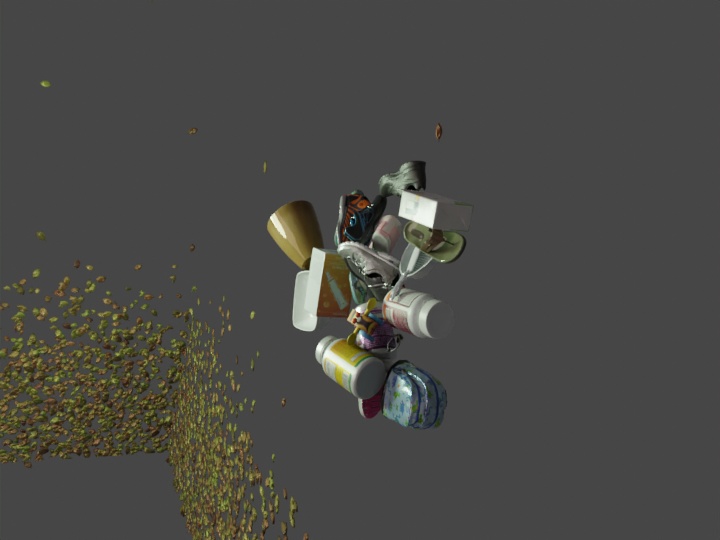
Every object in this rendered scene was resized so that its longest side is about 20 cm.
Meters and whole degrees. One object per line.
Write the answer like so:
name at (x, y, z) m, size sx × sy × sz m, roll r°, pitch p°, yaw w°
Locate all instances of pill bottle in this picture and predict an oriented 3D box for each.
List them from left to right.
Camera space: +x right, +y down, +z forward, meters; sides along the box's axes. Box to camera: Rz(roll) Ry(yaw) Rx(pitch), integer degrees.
pill bottle at (-0.033, 0.250, 1.678) m, size 0.198 × 0.111 × 0.116 m, roll 25°, pitch 107°, yaw 47°
pill bottle at (0.043, 0.200, 1.763) m, size 0.112 × 0.110 × 0.205 m, roll -41°, pitch 51°, yaw 50°
pill bottle at (0.146, 0.109, 1.597) m, size 0.199 × 0.107 × 0.113 m, roll 14°, pitch 98°, yaw 60°

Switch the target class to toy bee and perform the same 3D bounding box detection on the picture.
toy bee at (0.014, 0.130, 1.634) m, size 0.198 × 0.108 × 0.133 m, roll -10°, pitch 53°, yaw 51°

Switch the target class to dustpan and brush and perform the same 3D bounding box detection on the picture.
dustpan and brush at (0.133, -0.005, 1.620) m, size 0.139 × 0.057 × 0.204 m, roll 15°, pitch 79°, yaw 59°

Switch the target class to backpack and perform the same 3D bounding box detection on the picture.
backpack at (0.132, 0.324, 1.581) m, size 0.198 × 0.152 × 0.167 m, roll 15°, pitch 93°, yaw 47°

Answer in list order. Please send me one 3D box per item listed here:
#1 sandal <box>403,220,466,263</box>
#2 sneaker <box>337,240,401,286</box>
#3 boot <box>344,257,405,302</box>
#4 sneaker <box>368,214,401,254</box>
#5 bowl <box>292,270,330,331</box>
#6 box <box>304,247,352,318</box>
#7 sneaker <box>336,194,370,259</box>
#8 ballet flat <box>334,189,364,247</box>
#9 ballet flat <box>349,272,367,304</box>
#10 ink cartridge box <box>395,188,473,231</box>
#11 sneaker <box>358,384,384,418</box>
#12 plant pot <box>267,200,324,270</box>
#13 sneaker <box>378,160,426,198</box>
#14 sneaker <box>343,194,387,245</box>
sandal at (0.173, -0.074, 1.550) m, size 0.199 × 0.057 × 0.081 m, roll 23°, pitch 89°, yaw 42°
sneaker at (0.014, -0.020, 1.707) m, size 0.197 × 0.075 × 0.084 m, roll 20°, pitch 80°, yaw 30°
boot at (0.045, -0.002, 1.779) m, size 0.201 × 0.070 × 0.131 m, roll 52°, pitch 145°, yaw -5°
sneaker at (0.071, -0.084, 1.809) m, size 0.106 × 0.074 × 0.201 m, roll -58°, pitch -7°, yaw -27°
bowl at (-0.160, 0.105, 2.176) m, size 0.199 × 0.073 × 0.206 m, roll 2°, pitch 87°, yaw 61°
box at (-0.096, 0.040, 2.020) m, size 0.097 × 0.122 × 0.205 m, roll 23°, pitch 106°, yaw 58°
sneaker at (-0.009, -0.135, 1.887) m, size 0.078 × 0.109 × 0.206 m, roll 48°, pitch -136°, yaw -72°
ballet flat at (-0.030, -0.167, 2.010) m, size 0.203 × 0.073 × 0.075 m, roll -65°, pitch 36°, yaw 29°
ballet flat at (0.000, 0.000, 1.908) m, size 0.074 × 0.073 × 0.205 m, roll -39°, pitch 56°, yaw 51°
ink cartridge box at (0.175, -0.153, 1.575) m, size 0.199 × 0.115 × 0.069 m, roll 31°, pitch 115°, yaw 58°
sneaker at (0.021, 0.326, 1.827) m, size 0.088 × 0.080 × 0.205 m, roll -29°, pitch 53°, yaw 57°
plant pot at (-0.207, -0.107, 2.211) m, size 0.202 × 0.183 × 0.188 m, roll 60°, pitch 137°, yaw 27°
sneaker at (0.114, -0.233, 1.746) m, size 0.199 × 0.074 × 0.093 m, roll -25°, pitch 72°, yaw 60°
sneaker at (0.018, -0.156, 1.804) m, size 0.202 × 0.081 × 0.074 m, roll -64°, pitch 0°, yaw -40°
